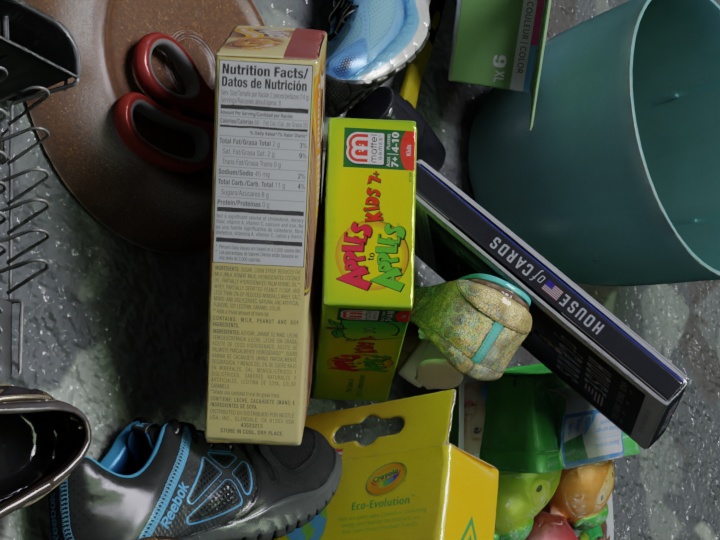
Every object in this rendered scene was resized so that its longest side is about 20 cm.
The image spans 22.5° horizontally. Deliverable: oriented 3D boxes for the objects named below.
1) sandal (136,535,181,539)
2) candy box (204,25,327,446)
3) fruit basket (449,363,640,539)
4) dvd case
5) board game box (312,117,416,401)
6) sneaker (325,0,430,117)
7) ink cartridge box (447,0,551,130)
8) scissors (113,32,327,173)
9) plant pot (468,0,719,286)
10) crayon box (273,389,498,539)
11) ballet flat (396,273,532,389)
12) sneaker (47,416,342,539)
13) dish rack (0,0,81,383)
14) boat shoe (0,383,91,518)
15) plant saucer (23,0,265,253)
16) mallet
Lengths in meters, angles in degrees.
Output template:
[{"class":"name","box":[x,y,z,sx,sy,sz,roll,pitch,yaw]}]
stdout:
[{"class":"sandal","box":[-0.068,0.215,0.889,0.082,0.054,0.201,-37,115,-39]},{"class":"candy box","box":[-0.049,-0.022,0.953,0.115,0.055,0.201,-88,180,-76]},{"class":"fruit basket","box":[0.124,0.160,1.185,0.185,0.093,0.201,-1,84,-51]},{"class":"dvd case","box":[0.106,0.024,1.083,0.025,0.200,0.150,-47,166,-8]},{"class":"board game box","box":[0.000,0.000,1.013,0.200,0.047,0.102,99,-6,-72]},{"class":"sneaker","box":[-0.004,-0.178,1.153,0.090,0.078,0.201,39,44,-20]},{"class":"ink cartridge box","box":[0.094,-0.185,1.183,0.200,0.059,0.104,-78,176,-57]},{"class":"scissors","box":[-0.063,-0.072,1.026,0.200,0.014,0.074,25,60,-47]},{"class":"plant pot","box":[0.173,-0.081,1.256,0.200,0.160,0.202,17,67,-47]},{"class":"crayon box","box":[0.009,0.174,1.009,0.051,0.126,0.201,30,58,-43]},{"class":"ballet flat","box":[0.049,0.041,1.086,0.070,0.200,0.071,1,87,-12]},{"class":"sneaker","box":[-0.082,0.110,0.956,0.200,0.073,0.082,-21,97,-52]},{"class":"dish rack","box":[-0.204,-0.048,0.851,0.153,0.054,0.201,24,53,-45]},{"class":"boat shoe","box":[-0.202,0.092,0.812,0.200,0.073,0.075,-28,102,-51]},{"class":"plant saucer","box":[-0.105,-0.111,1.021,0.200,0.037,0.202,17,67,-47]},{"class":"mallet","box":[0.046,-0.140,1.220,0.066,0.041,0.201,51,41,-30]}]
